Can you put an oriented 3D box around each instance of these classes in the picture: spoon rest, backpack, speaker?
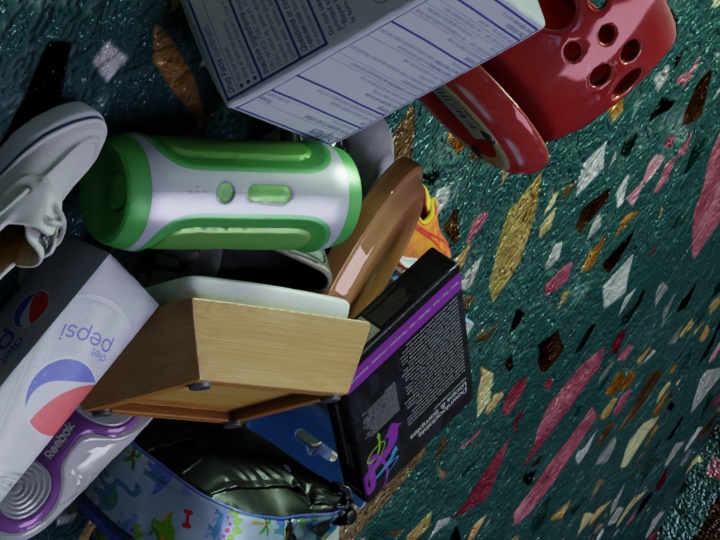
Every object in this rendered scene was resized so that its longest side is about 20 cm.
[{"bbox_3d":[-0.028,-0.051,1.842,0.100,0.060,0.201,79,35,-62],"label":"spoon rest"},{"bbox_3d":[-0.137,0.200,1.767,0.148,0.182,0.200,-61,154,9],"label":"backpack"},{"bbox_3d":[-0.099,-0.055,1.544,0.199,0.089,0.089,0,124,-36],"label":"speaker"}]

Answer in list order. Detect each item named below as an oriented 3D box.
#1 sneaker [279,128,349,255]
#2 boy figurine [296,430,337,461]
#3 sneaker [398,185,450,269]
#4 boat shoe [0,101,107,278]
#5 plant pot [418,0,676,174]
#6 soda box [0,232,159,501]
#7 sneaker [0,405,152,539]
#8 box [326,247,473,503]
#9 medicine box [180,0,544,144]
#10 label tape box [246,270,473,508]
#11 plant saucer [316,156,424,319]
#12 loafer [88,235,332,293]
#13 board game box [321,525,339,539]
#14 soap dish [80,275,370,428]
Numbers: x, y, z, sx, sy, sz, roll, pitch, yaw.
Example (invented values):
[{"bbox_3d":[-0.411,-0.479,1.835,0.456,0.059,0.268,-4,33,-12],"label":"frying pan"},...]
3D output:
[{"bbox_3d":[-0.053,-0.071,1.714,0.074,0.079,0.201,-56,158,-36],"label":"sneaker"},{"bbox_3d":[-0.065,0.218,2.104,0.124,0.064,0.201,-32,149,-47],"label":"boy figurine"},{"bbox_3d":[0.052,-0.039,1.969,0.200,0.072,0.078,9,103,-80],"label":"sneaker"},{"bbox_3d":[-0.227,-0.031,1.408,0.200,0.070,0.071,-44,155,-29],"label":"boat shoe"},{"bbox_3d":[0.132,-0.196,1.787,0.183,0.200,0.201,-45,157,-5],"label":"plant pot"},{"bbox_3d":[-0.236,0.074,1.509,0.200,0.068,0.064,-52,128,-14],"label":"soda box"},{"bbox_3d":[-0.234,0.138,1.656,0.200,0.075,0.100,-45,179,-34],"label":"sneaker"},{"bbox_3d":[0.032,0.091,1.813,0.143,0.036,0.201,-42,147,-23],"label":"box"},{"bbox_3d":[0.004,-0.188,1.526,0.199,0.104,0.182,-27,165,17],"label":"medicine box"},{"bbox_3d":[-0.012,0.092,1.934,0.201,0.143,0.066,-59,158,5],"label":"label tape box"},{"bbox_3d":[0.000,0.000,1.778,0.201,0.032,0.200,-57,171,-15],"label":"plant saucer"},{"bbox_3d":[-0.106,-0.012,1.613,0.199,0.063,0.072,-2,131,-37],"label":"loafer"},{"bbox_3d":[-0.137,0.271,1.913,0.200,0.147,0.065,-43,153,-31],"label":"board game box"},{"bbox_3d":[-0.111,0.065,1.625,0.199,0.156,0.082,9,70,-49],"label":"soap dish"}]
